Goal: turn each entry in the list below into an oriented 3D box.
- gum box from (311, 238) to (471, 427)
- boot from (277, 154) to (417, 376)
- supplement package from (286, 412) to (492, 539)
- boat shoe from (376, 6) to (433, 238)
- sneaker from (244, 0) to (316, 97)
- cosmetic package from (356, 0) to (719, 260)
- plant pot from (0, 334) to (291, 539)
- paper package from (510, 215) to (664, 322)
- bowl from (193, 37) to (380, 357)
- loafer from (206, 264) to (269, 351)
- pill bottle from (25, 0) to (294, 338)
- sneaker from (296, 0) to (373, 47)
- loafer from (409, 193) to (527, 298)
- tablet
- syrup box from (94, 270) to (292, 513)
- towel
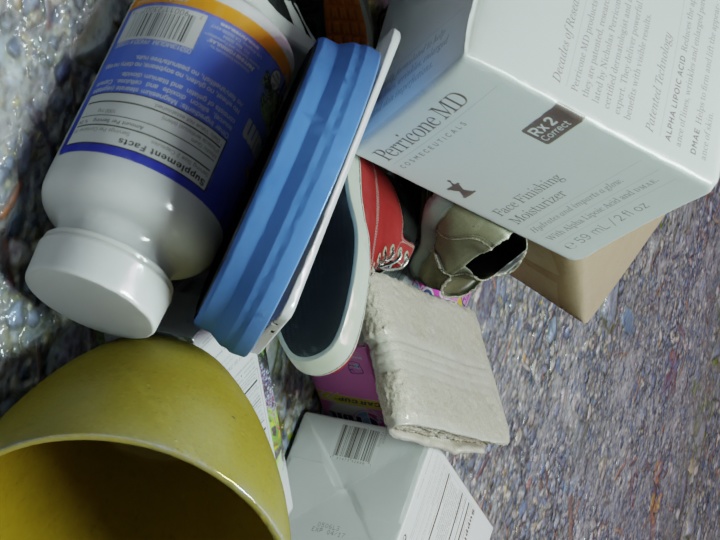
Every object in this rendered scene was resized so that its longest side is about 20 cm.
[{"bbox_3d":[0.028,0.031,1.302,0.200,0.066,0.114,-59,145,-38],"label":"gum box"},{"bbox_3d":[0.000,0.000,1.080,0.144,0.072,0.200,45,40,-50],"label":"boot"},{"bbox_3d":[0.018,0.222,1.280,0.120,0.121,0.200,-69,152,-24],"label":"supplement package"},{"bbox_3d":[0.042,-0.123,1.253,0.075,0.075,0.203,-15,85,-26],"label":"boat shoe"},{"bbox_3d":[-0.069,-0.198,1.030,0.200,0.073,0.112,47,41,-70],"label":"sneaker"},{"bbox_3d":[0.127,-0.137,1.039,0.200,0.165,0.165,24,62,-19],"label":"cosmetic package"},{"bbox_3d":[-0.131,0.121,0.897,0.142,0.200,0.200,-82,163,-51],"label":"plant pot"},{"bbox_3d":[0.193,-0.081,1.254,0.191,0.103,0.200,-52,159,-12],"label":"paper package"},{"bbox_3d":[-0.047,-0.047,0.903,0.201,0.039,0.201,-156,-90,-83],"label":"bowl"},{"bbox_3d":[-0.092,-0.036,1.047,0.072,0.063,0.200,-70,162,-82],"label":"loafer"},{"bbox_3d":[-0.123,-0.064,0.912,0.200,0.112,0.112,-69,152,-23],"label":"pill bottle"},{"bbox_3d":[-0.015,-0.146,1.172,0.092,0.076,0.200,-59,155,-52],"label":"sneaker"},{"bbox_3d":[0.085,-0.014,1.172,0.075,0.070,0.200,-43,166,-8],"label":"loafer"},{"bbox_3d":[-0.025,-0.048,0.965,0.130,0.014,0.200,134,-23,-72],"label":"tablet"},{"bbox_3d":[-0.110,0.102,1.029,0.081,0.079,0.200,-50,140,-48],"label":"syrup box"},{"bbox_3d":[0.056,0.076,1.207,0.200,0.034,0.133,23,46,-58],"label":"towel"}]
